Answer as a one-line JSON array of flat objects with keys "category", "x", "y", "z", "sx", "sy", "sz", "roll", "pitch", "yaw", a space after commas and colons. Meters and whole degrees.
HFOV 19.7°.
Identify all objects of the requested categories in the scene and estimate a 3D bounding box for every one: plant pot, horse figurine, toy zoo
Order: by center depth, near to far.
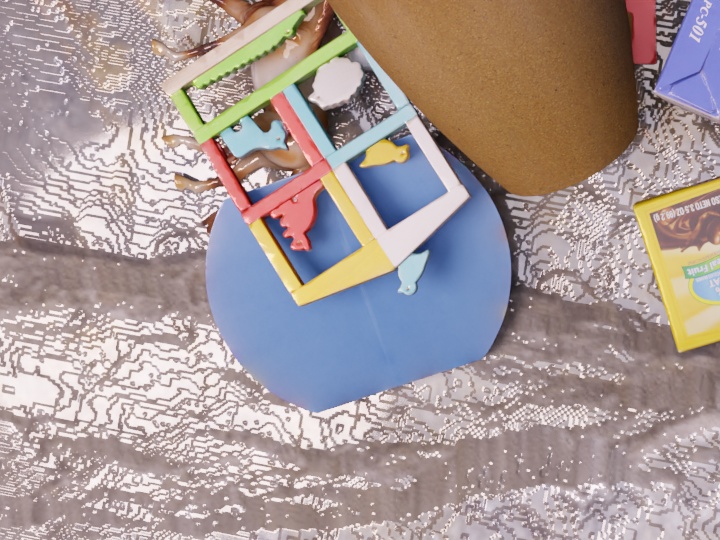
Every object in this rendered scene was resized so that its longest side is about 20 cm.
[{"category": "plant pot", "x": 0.087, "y": -0.151, "z": 1.253, "sx": 0.186, "sy": 0.186, "sz": 0.200, "roll": -26, "pitch": 112, "yaw": 10}, {"category": "toy zoo", "x": -0.020, "y": -0.069, "z": 1.319, "sx": 0.131, "sy": 0.020, "sz": 0.200, "roll": -32, "pitch": 85, "yaw": 5}, {"category": "horse figurine", "x": -0.068, "y": -0.119, "z": 1.370, "sx": 0.132, "sy": 0.050, "sz": 0.201, "roll": -4, "pitch": 93, "yaw": 11}]

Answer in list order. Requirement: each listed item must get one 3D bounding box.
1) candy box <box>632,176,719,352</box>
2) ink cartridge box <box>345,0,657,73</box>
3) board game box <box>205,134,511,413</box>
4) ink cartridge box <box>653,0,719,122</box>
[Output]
[{"category": "candy box", "x": 0.285, "y": -0.024, "z": 1.328, "sx": 0.199, "sy": 0.026, "sz": 0.102, "roll": -18, "pitch": 95, "yaw": 10}, {"category": "ink cartridge box", "x": 0.090, "y": -0.209, "z": 1.340, "sx": 0.199, "sy": 0.050, "sz": 0.161, "roll": 0, "pitch": 94, "yaw": 12}, {"category": "board game box", "x": 0.000, "y": 0.000, "z": 1.370, "sx": 0.199, "sy": 0.039, "sz": 0.158, "roll": -19, "pitch": 104, "yaw": 7}, {"category": "ink cartridge box", "x": 0.216, "y": -0.139, "z": 1.244, "sx": 0.044, "sy": 0.200, "sz": 0.094, "roll": 24, "pitch": 97, "yaw": 8}]
